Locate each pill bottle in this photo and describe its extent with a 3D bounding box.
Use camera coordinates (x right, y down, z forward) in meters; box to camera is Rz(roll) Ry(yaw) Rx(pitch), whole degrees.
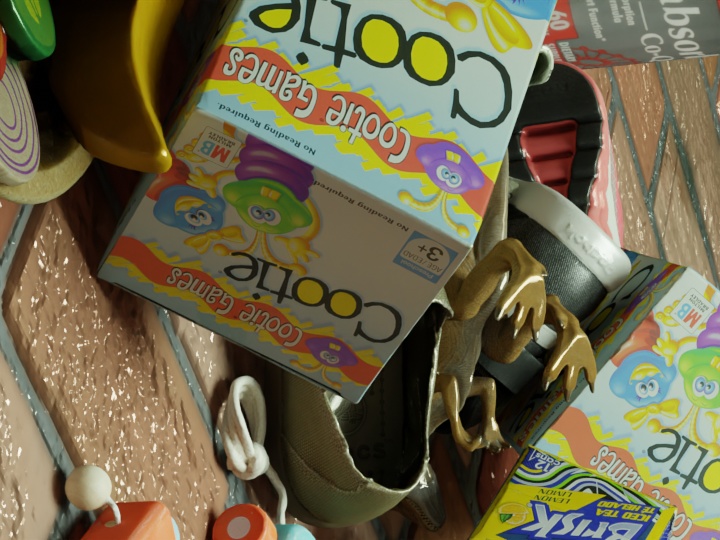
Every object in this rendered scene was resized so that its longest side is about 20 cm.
[{"bbox_3d":[0.179,-0.167,1.523,0.116,0.200,0.116,-5,90,-71],"label":"pill bottle"}]

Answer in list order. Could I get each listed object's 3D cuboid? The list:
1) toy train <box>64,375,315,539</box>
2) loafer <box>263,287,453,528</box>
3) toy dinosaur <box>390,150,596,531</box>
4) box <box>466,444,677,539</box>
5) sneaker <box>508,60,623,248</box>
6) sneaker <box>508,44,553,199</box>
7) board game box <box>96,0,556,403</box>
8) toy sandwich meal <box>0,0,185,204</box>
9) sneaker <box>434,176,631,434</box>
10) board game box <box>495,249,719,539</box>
[{"bbox_3d":[-0.040,0.115,1.040,0.200,0.056,0.150,-44,128,-66],"label":"toy train"},{"bbox_3d":[0.000,0.000,1.130,0.076,0.067,0.200,-11,98,-33],"label":"loafer"},{"bbox_3d":[0.043,0.004,1.164,0.060,0.106,0.200,16,89,-40],"label":"toy dinosaur"},{"bbox_3d":[0.072,0.168,1.216,0.064,0.070,0.200,-54,160,-43],"label":"box"},{"bbox_3d":[0.108,0.000,1.475,0.087,0.074,0.200,39,49,-67],"label":"sneaker"},{"bbox_3d":[0.044,-0.093,1.282,0.077,0.088,0.200,59,32,-52],"label":"sneaker"},{"bbox_3d":[0.000,-0.074,1.039,0.103,0.105,0.200,-54,-168,50],"label":"board game box"},{"bbox_3d":[-0.091,-0.120,0.922,0.205,0.070,0.205,-5,90,-71],"label":"toy sandwich meal"},{"bbox_3d":[0.040,0.013,1.296,0.073,0.112,0.200,44,-5,-9],"label":"sneaker"},{"bbox_3d":[0.129,0.063,1.298,0.105,0.103,0.200,41,0,-6],"label":"board game box"}]
